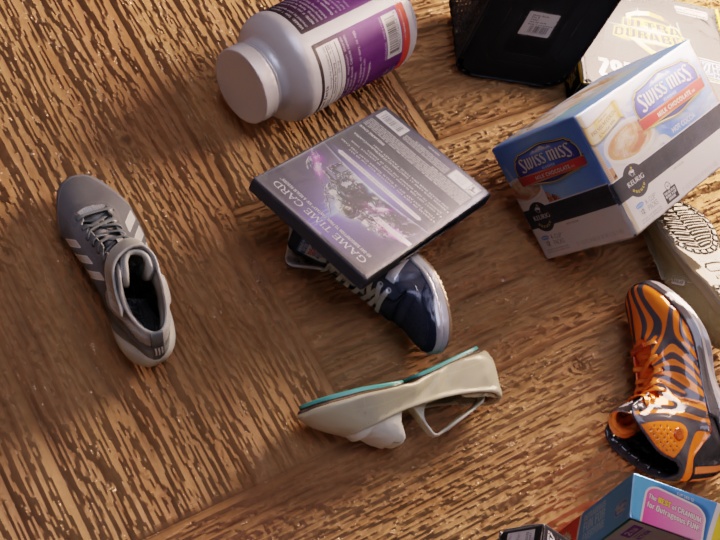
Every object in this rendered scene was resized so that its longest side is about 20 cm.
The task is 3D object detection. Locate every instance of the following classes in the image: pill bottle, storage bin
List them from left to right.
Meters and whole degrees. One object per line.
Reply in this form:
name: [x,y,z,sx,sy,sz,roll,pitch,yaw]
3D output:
pill bottle: [-0.045,-0.223,1.181,0.200,0.113,0.113,-33,75,-32]
storage bin: [0.187,-0.297,1.252,0.134,0.200,0.094,6,58,-16]

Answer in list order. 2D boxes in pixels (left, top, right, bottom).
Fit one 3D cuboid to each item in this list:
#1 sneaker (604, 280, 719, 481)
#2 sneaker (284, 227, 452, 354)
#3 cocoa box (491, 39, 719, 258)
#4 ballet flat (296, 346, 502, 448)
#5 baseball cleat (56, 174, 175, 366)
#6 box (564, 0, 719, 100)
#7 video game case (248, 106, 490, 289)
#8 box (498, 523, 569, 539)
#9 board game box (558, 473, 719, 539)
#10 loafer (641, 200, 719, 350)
sneaker: [0.278,0.105,1.120,0.111,0.078,0.201,-9,64,-25]
sneaker: [0.000,0.000,1.088,0.108,0.070,0.201,-10,57,-29]
cocoa box: [0.261,-0.124,1.196,0.200,0.133,0.132,-34,100,-32]
ballet flat: [0.041,0.121,1.039,0.199,0.070,0.070,-16,67,-26]
baseball cleat: [-0.205,-0.019,1.007,0.069,0.107,0.201,-23,68,-24]
box: [0.330,-0.250,1.368,0.199,0.049,0.161,9,60,-14]
video game case: [0.013,-0.074,1.100,0.143,0.019,0.200,41,47,16]
box: [0.164,0.324,0.929,0.157,0.050,0.201,36,51,-30]
board game box: [0.282,0.247,0.992,0.199,0.153,0.040,20,54,-7]
loafer: [0.340,0.003,1.211,0.075,0.068,0.201,0,45,-24]
